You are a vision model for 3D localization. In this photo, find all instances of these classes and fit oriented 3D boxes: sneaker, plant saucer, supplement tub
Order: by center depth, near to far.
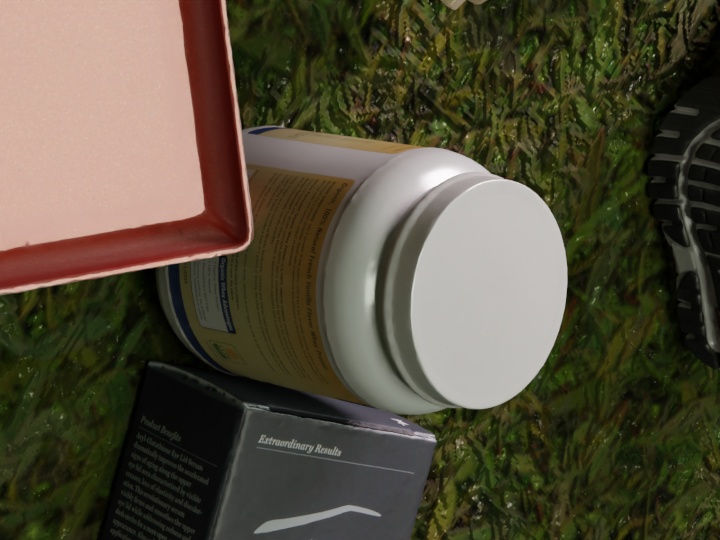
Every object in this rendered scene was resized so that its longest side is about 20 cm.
[{"bbox_3d":[-0.164,-0.094,1.398,0.199,0.037,0.201,-11,101,-19],"label":"plant saucer"},{"bbox_3d":[0.000,0.000,1.476,0.144,0.199,0.145,-10,105,-43],"label":"supplement tub"},{"bbox_3d":[0.245,-0.039,1.757,0.090,0.078,0.201,-31,126,-37],"label":"sneaker"}]

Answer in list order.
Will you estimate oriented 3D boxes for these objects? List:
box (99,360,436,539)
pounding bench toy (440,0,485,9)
[{"bbox_3d":[-0.063,0.166,1.546,0.148,0.104,0.201,14,93,-39],"label":"box"},{"bbox_3d":[0.053,-0.212,1.472,0.156,0.124,0.200,-37,158,-54],"label":"pounding bench toy"}]
